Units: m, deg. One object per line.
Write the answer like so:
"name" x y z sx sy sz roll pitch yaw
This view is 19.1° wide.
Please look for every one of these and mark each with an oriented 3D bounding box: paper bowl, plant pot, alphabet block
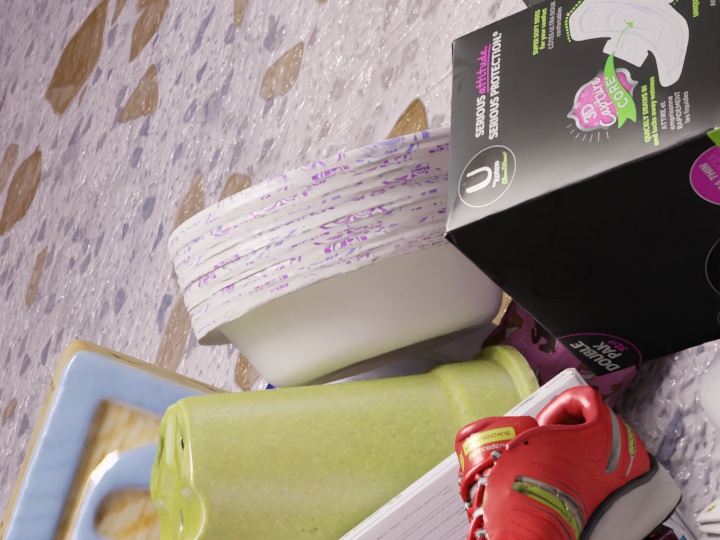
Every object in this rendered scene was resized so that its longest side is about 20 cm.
"paper bowl" 0.000 0.000 1.195 0.200 0.200 0.105 -28 79 58
"plant pot" -0.014 0.136 1.127 0.200 0.183 0.202 -177 90 -76
"alphabet block" -0.146 0.171 1.486 0.200 0.194 0.197 -175 107 -81

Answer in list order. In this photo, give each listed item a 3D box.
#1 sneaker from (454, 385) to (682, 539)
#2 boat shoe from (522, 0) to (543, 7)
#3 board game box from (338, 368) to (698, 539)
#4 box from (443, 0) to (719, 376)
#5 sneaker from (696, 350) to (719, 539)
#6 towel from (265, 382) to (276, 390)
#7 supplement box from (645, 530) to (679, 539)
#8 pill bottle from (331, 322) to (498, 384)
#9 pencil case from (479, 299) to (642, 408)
"sneaker" 0.061 0.106 0.905 0.077 0.085 0.200 -35 -2 33
"boat shoe" 0.163 -0.199 1.343 0.200 0.072 0.068 -6 101 58
"board game box" 0.060 0.157 1.031 0.200 0.127 0.035 -36 -1 -4
"box" 0.160 -0.058 1.013 0.199 0.148 0.125 -19 48 30
"sneaker" 0.181 0.091 0.956 0.115 0.074 0.200 -32 18 -14
"towel" -0.034 0.174 1.365 0.049 0.147 0.201 14 83 38
"supplement box" 0.057 0.197 0.918 0.200 0.061 0.109 -34 0 -28
"pill bottle" 0.023 0.124 1.299 0.109 0.109 0.201 -16 56 63
"pencil case" 0.142 -0.008 1.179 0.201 0.082 0.087 -62 11 18
